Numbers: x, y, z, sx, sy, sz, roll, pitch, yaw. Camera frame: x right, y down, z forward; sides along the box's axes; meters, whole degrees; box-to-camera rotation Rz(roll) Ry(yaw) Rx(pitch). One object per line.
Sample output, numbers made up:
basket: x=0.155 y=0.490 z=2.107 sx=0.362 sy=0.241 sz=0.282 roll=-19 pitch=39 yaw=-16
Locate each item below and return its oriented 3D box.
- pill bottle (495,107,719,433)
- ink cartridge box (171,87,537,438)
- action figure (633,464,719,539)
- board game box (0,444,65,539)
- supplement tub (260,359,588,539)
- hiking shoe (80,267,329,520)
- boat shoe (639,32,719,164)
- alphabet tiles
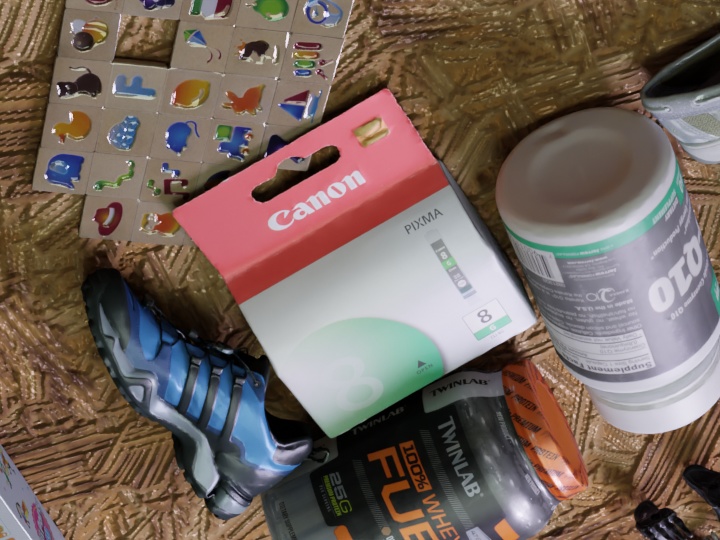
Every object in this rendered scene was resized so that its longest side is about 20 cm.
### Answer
pill bottle: x=0.165 y=0.004 z=1.382 sx=0.113 sy=0.113 sz=0.200 roll=-21 pitch=132 yaw=6
ink cartridge box: x=0.000 y=0.000 z=1.380 sx=0.161 sy=0.050 sz=0.200 roll=-30 pitch=133 yaw=9
action figure: x=0.265 y=0.241 z=1.618 sx=0.119 sy=0.102 sz=0.200 roll=-28 pitch=130 yaw=-3
board game box: x=-0.278 y=0.209 z=1.499 sx=0.147 sy=0.064 sz=0.200 roll=-21 pitch=133 yaw=5
supplement tub: x=0.044 y=0.145 z=1.472 sx=0.200 sy=0.123 sz=0.123 roll=-27 pitch=130 yaw=11
hiking shoe: x=-0.105 y=0.065 z=1.404 sx=0.087 sy=0.074 sz=0.200 roll=-32 pitch=121 yaw=3
boat shoe: x=0.262 y=-0.140 z=1.306 sx=0.202 sy=0.075 sz=0.065 roll=-33 pitch=134 yaw=25
alphabet tiles: x=-0.105 y=-0.094 z=1.311 sx=0.167 sy=0.008 sz=0.200 roll=4 pitch=130 yaw=-16
